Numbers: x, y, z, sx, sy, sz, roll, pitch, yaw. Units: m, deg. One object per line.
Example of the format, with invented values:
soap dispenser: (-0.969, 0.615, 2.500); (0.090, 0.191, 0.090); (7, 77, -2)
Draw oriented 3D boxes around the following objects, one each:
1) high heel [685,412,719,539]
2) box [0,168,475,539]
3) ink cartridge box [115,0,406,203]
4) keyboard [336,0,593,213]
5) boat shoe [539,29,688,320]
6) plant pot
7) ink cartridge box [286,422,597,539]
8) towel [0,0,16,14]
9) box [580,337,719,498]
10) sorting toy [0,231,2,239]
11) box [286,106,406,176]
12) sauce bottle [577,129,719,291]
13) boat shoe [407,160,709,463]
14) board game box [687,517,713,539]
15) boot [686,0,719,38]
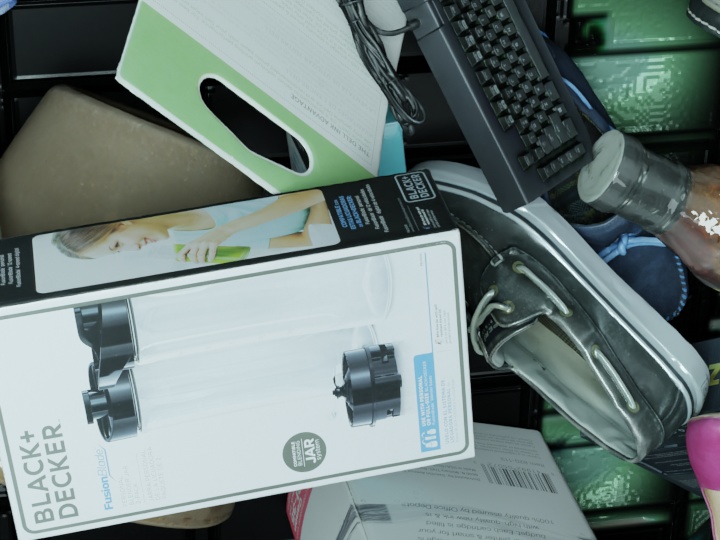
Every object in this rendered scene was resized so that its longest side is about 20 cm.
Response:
high heel: (0.207, 0.141, 0.976); (0.067, 0.096, 0.200); (3, 158, 20)
box: (-0.057, 0.035, 0.778); (0.199, 0.060, 0.117); (-9, 120, -7)
ink cartridge box: (-0.048, -0.108, 0.850); (0.145, 0.201, 0.048); (35, 136, -27)
keyboard: (0.037, -0.123, 0.882); (0.127, 0.021, 0.201); (-32, 96, -41)
boat shoe: (0.119, -0.036, 1.000); (0.084, 0.069, 0.200); (-37, 119, 8)
plant pot: (-0.127, 0.009, 0.912); (0.199, 0.200, 0.176); (20, 95, -22)
ink cartridge box: (0.050, 0.164, 1.013); (0.146, 0.200, 0.083); (10, 115, -17)
towel: (-0.279, -0.141, 0.877); (0.199, 0.024, 0.147); (-28, 118, 0)
box: (0.245, 0.087, 1.029); (0.157, 0.200, 0.051); (28, 65, -28)
sorting toy: (-0.246, 0.019, 0.875); (0.200, 0.185, 0.036); (-41, 123, 9)
box: (0.000, 0.000, 0.984); (0.049, 0.082, 0.201); (-12, 120, -8)
sauce bottle: (0.205, -0.016, 0.963); (0.199, 0.066, 0.066); (26, 109, -19)
boat shoe: (0.089, 0.019, 0.965); (0.200, 0.071, 0.072); (38, 143, 14)
board game box: (0.164, 0.222, 1.081); (0.028, 0.200, 0.135); (43, 103, 4)
boot: (0.231, -0.058, 1.014); (0.203, 0.074, 0.154); (26, 112, -22)
